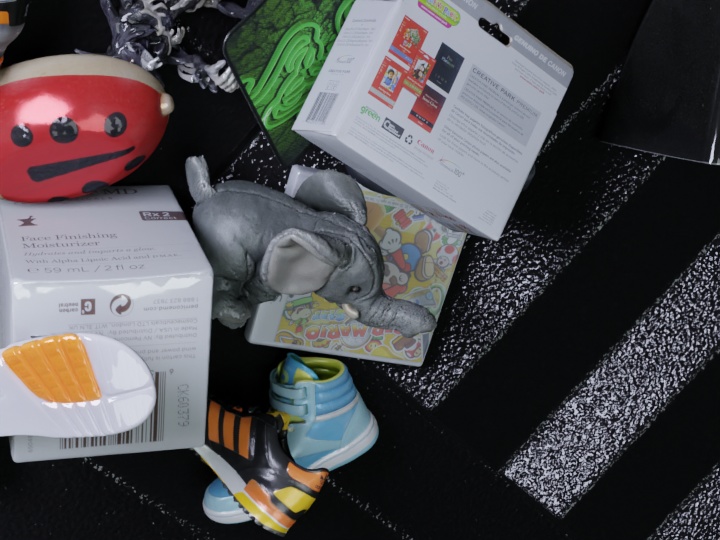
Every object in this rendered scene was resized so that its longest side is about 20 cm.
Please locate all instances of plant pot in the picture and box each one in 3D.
[{"bbox_3d":[0.376,-0.196,1.282,0.197,0.200,0.180,3,99,-22],"label":"plant pot"}]

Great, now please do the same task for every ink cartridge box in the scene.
[{"bbox_3d":[0.069,-0.152,1.167,0.199,0.084,0.177,30,83,-30],"label":"ink cartridge box"}]

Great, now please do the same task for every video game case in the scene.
[{"bbox_3d":[0.000,0.000,1.308,0.198,0.023,0.184,9,110,-25],"label":"video game case"}]

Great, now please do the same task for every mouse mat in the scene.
[{"bbox_3d":[-0.028,-0.206,1.154,0.200,0.007,0.162,-47,141,-17],"label":"mouse mat"}]

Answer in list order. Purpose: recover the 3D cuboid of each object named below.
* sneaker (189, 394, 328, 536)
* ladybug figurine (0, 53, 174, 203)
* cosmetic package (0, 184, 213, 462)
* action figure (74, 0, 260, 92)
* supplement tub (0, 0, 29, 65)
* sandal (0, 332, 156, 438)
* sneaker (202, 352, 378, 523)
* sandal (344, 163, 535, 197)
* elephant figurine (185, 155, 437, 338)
[{"bbox_3d":[-0.113,0.155,1.257,0.090,0.200,0.070,-44,162,0],"label":"sneaker"},{"bbox_3d":[-0.251,-0.111,1.097,0.198,0.073,0.136,-16,140,7],"label":"ladybug figurine"},{"bbox_3d":[-0.226,0.038,1.131,0.163,0.200,0.167,-3,115,-19],"label":"cosmetic package"},{"bbox_3d":[-0.141,-0.217,1.108,0.199,0.102,0.119,-37,133,-4],"label":"action figure"},{"bbox_3d":[-0.308,-0.257,1.010,0.121,0.123,0.202,8,111,-24],"label":"supplement tub"},{"bbox_3d":[-0.253,0.085,0.999,0.204,0.059,0.080,-5,100,6],"label":"sandal"},{"bbox_3d":[-0.086,0.157,1.315,0.199,0.079,0.132,-30,123,-18],"label":"sneaker"},{"bbox_3d":[0.077,-0.091,1.273,0.198,0.077,0.043,2,139,-22],"label":"sandal"},{"bbox_3d":[-0.042,-0.019,1.178,0.197,0.143,0.155,-4,164,17],"label":"elephant figurine"}]
